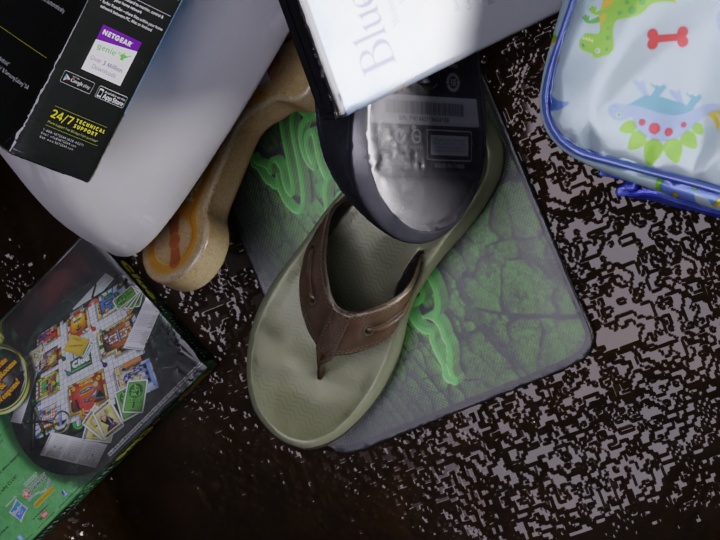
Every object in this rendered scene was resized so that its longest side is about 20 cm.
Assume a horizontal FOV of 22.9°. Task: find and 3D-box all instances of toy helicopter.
[{"bbox_3d":[-0.070,-0.086,0.916,0.132,0.079,0.200,12,78,41],"label":"toy helicopter"}]

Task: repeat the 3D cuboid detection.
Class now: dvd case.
[{"bbox_3d":[0.038,-0.172,0.827,0.018,0.200,0.143,4,118,56],"label":"dvd case"}]

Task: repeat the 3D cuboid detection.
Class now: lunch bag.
[{"bbox_3d":[0.189,-0.098,0.816,0.200,0.082,0.161,16,94,13],"label":"lunch bag"}]

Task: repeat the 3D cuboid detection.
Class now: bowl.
[{"bbox_3d":[-0.134,-0.133,0.897,0.200,0.075,0.200,-55,47,15],"label":"bowl"}]

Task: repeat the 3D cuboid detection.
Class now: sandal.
[{"bbox_3d":[0.000,-0.001,0.912,0.080,0.057,0.201,31,101,10],"label":"sandal"}]

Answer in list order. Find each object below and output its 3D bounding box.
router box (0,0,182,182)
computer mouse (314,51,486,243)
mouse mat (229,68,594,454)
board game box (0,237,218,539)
[{"bbox_3d":[-0.160,-0.148,0.837,0.200,0.051,0.149,35,100,43],"label":"router box"},{"bbox_3d":[0.020,-0.113,0.866,0.053,0.138,0.200,1,87,48],"label":"computer mouse"},{"bbox_3d":[0.016,-0.018,0.941,0.161,0.008,0.200,-24,86,17],"label":"mouse mat"},{"bbox_3d":[-0.182,0.081,0.999,0.200,0.023,0.105,-44,84,14],"label":"board game box"}]
